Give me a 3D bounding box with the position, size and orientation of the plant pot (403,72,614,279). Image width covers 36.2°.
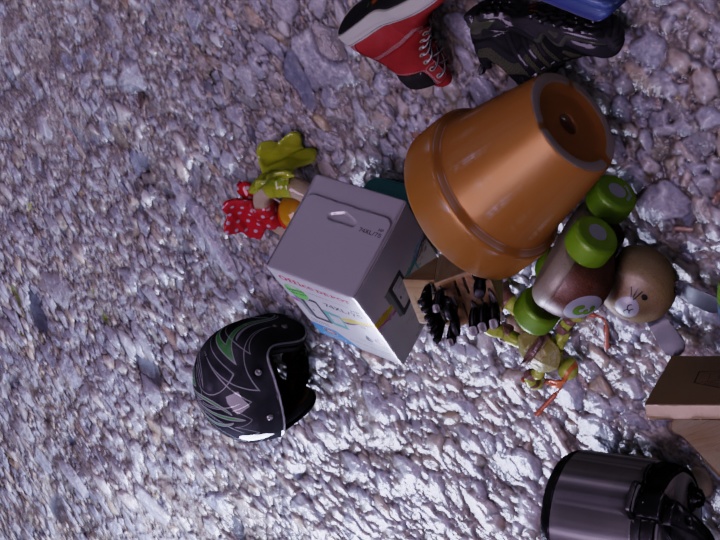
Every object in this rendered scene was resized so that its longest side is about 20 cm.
[{"bbox_3d":[0.180,-0.120,1.243,0.201,0.200,0.183,52,135,0],"label":"plant pot"}]

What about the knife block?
[{"bbox_3d":[0.144,0.018,1.338,0.175,0.199,0.065,2,119,55],"label":"knife block"}]

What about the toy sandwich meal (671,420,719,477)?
[{"bbox_3d":[0.467,0.202,1.296,0.203,0.070,0.208,21,128,29],"label":"toy sandwich meal"}]

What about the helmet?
[{"bbox_3d":[-0.170,0.174,1.730,0.198,0.190,0.203,22,129,29],"label":"helmet"}]

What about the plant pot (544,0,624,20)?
[{"bbox_3d":[0.214,-0.368,1.054,0.198,0.200,0.182,28,139,23],"label":"plant pot"}]

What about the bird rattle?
[{"bbox_3d":[-0.114,-0.089,1.589,0.162,0.113,0.201,32,138,-2],"label":"bird rattle"}]

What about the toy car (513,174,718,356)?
[{"bbox_3d":[0.308,0.023,1.273,0.199,0.158,0.165,33,138,3],"label":"toy car"}]

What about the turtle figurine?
[{"bbox_3d":[0.224,0.101,1.441,0.161,0.064,0.201,39,135,15],"label":"turtle figurine"}]

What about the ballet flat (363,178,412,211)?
[{"bbox_3d":[0.094,-0.075,1.451,0.198,0.074,0.075,20,128,32],"label":"ballet flat"}]

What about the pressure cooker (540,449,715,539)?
[{"bbox_3d":[0.348,0.322,1.400,0.198,0.175,0.182,2,101,38],"label":"pressure cooker"}]

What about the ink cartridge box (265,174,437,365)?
[{"bbox_3d":[0.000,0.000,1.451,0.145,0.147,0.200,19,160,30],"label":"ink cartridge box"}]

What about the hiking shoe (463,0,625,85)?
[{"bbox_3d":[0.211,-0.251,1.236,0.198,0.076,0.102,19,139,39],"label":"hiking shoe"}]

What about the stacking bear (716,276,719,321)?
[{"bbox_3d":[0.435,0.004,1.171,0.121,0.113,0.203,14,118,52],"label":"stacking bear"}]

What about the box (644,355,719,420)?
[{"bbox_3d":[0.422,0.125,1.189,0.197,0.163,0.022,-4,103,27],"label":"box"}]

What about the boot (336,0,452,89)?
[{"bbox_3d":[0.079,-0.280,1.287,0.143,0.073,0.199,33,156,-22],"label":"boot"}]
